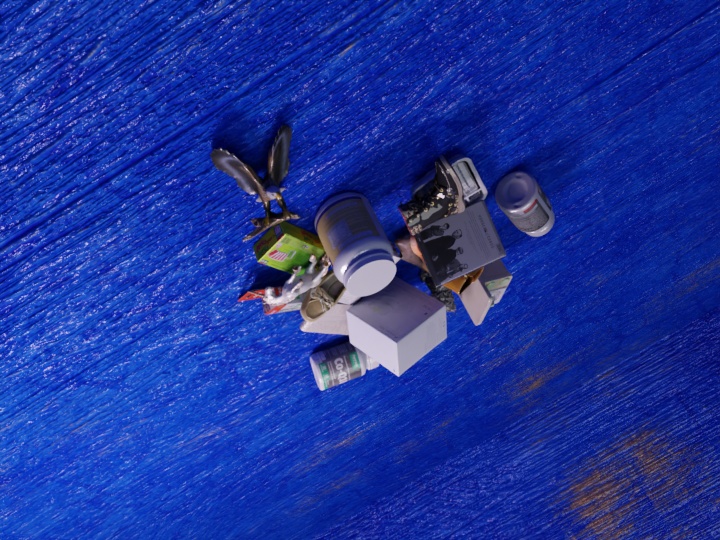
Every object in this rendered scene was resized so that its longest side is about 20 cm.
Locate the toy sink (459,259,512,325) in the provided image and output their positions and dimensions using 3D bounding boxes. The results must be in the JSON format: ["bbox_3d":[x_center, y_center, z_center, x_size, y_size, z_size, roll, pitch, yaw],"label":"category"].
[{"bbox_3d":[0.349,0.031,1.854,0.109,0.203,0.132,-12,144,-20],"label":"toy sink"}]

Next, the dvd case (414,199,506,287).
[{"bbox_3d":[0.248,-0.067,1.626,0.196,0.154,0.025,-23,177,-4],"label":"dvd case"}]

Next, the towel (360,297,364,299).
[{"bbox_3d":[-0.011,0.105,1.867,0.196,0.023,0.145,-26,146,-1],"label":"towel"}]

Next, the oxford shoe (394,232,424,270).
[{"bbox_3d":[0.144,-0.050,1.742,0.071,0.073,0.200,-4,155,19],"label":"oxford shoe"}]

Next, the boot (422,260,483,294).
[{"bbox_3d":[0.265,-0.047,1.688,0.203,0.143,0.071,-56,151,-4],"label":"boot"}]

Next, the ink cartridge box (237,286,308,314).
[{"bbox_3d":[-0.199,0.075,1.631,0.195,0.052,0.109,-7,168,-28],"label":"ink cartridge box"}]

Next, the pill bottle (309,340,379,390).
[{"bbox_3d":[-0.049,0.282,1.998,0.196,0.115,0.114,-19,147,-12],"label":"pill bottle"}]

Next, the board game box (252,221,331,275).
[{"bbox_3d":[-0.148,-0.043,1.544,0.101,0.048,0.198,-40,144,22],"label":"board game box"}]

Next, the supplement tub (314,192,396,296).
[{"bbox_3d":[-0.011,-0.060,1.477,0.142,0.203,0.147,-17,146,-12],"label":"supplement tub"}]

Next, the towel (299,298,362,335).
[{"bbox_3d":[-0.063,0.129,1.812,0.196,0.035,0.133,7,133,-39],"label":"towel"}]

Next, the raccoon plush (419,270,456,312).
[{"bbox_3d":[0.238,0.027,1.829,0.094,0.136,0.202,-10,144,-20],"label":"raccoon plush"}]

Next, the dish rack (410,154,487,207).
[{"bbox_3d":[0.212,-0.196,1.594,0.170,0.044,0.200,-33,147,10],"label":"dish rack"}]

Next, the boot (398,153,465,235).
[{"bbox_3d":[0.159,-0.167,1.497,0.148,0.074,0.201,-28,152,2],"label":"boot"}]

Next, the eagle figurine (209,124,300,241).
[{"bbox_3d":[-0.190,-0.182,1.285,0.152,0.148,0.204,-49,131,-44],"label":"eagle figurine"}]

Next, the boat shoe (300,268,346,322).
[{"bbox_3d":[-0.070,0.042,1.587,0.200,0.073,0.063,-44,-172,-10],"label":"boat shoe"}]

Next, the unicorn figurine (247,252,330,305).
[{"bbox_3d":[-0.149,0.028,1.523,0.196,0.075,0.138,-13,156,-29],"label":"unicorn figurine"}]

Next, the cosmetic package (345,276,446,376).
[{"bbox_3d":[0.098,0.145,1.762,0.198,0.197,0.125,-34,133,-30],"label":"cosmetic package"}]

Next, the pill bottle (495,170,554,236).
[{"bbox_3d":[0.441,-0.170,1.723,0.113,0.115,0.199,-36,146,16],"label":"pill bottle"}]

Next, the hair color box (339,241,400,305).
[{"bbox_3d":[0.000,0.000,1.696,0.098,0.061,0.200,15,129,-46],"label":"hair color box"}]
